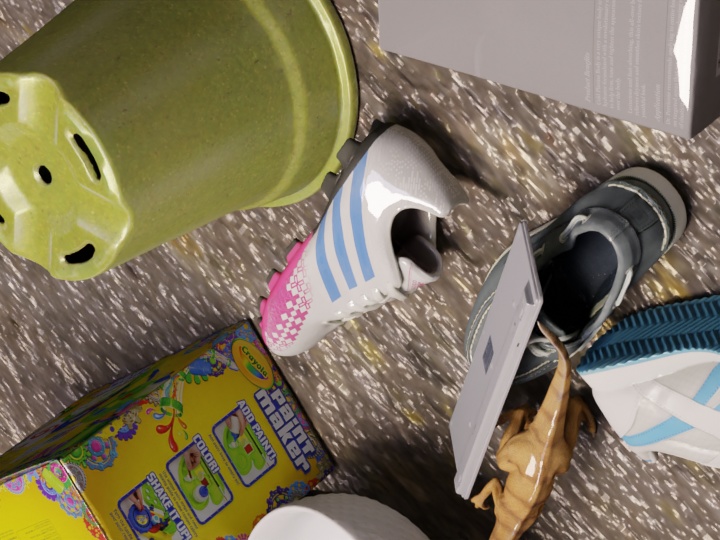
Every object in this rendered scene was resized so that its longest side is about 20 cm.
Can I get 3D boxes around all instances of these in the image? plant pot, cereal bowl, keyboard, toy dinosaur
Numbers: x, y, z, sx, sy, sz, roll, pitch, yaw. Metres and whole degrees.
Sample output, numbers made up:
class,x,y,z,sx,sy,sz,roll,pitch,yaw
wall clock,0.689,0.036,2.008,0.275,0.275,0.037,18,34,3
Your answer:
class,x,y,z,sx,sy,sz,roll,pitch,yaw
plant pot,-0.134,-0.092,1.366,0.199,0.184,0.202,21,128,29
cereal bowl,0.012,0.232,1.443,0.199,0.083,0.202,24,122,46
keyboard,0.076,0.055,1.324,0.011,0.057,0.201,5,141,-9
toy dinosaur,0.106,0.101,1.338,0.060,0.106,0.201,19,117,4

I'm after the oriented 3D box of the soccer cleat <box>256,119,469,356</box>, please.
class,x,y,z,sx,sy,sz,roll,pitch,yaw
soccer cleat,0.000,0.000,1.395,0.086,0.070,0.201,40,135,13

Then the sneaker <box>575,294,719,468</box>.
class,x,y,z,sx,sy,sz,roll,pitch,yaw
sneaker,0.214,0.060,1.259,0.199,0.077,0.081,-9,119,49

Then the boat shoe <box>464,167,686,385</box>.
class,x,y,z,sx,sy,sz,roll,pitch,yaw
boat shoe,0.108,0.014,1.318,0.073,0.062,0.200,47,137,3

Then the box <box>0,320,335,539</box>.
class,x,y,z,sx,sy,sz,roll,pitch,yaw
box,-0.162,0.151,1.538,0.199,0.192,0.123,-25,99,46

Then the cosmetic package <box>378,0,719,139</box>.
class,x,y,z,sx,sy,sz,roll,pitch,yaw
cosmetic package,0.107,-0.152,1.199,0.199,0.090,0.108,23,129,31

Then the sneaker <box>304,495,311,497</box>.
class,x,y,z,sx,sy,sz,roll,pitch,yaw
sneaker,-0.087,0.221,1.576,0.199,0.115,0.076,-21,103,45
